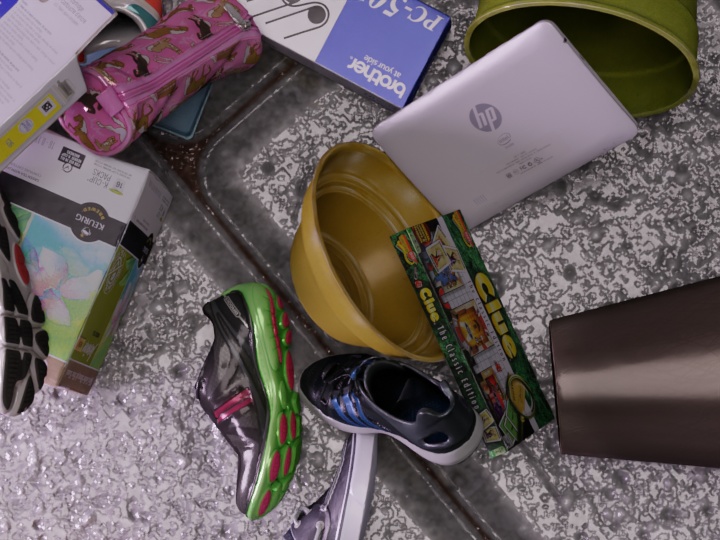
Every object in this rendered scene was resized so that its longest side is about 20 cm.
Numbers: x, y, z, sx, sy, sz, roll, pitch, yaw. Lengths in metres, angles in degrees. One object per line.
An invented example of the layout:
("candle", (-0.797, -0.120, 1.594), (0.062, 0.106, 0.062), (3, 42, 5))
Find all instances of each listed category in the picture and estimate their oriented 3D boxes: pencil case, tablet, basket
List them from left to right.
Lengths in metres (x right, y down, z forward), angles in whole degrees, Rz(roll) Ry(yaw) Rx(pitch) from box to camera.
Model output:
("pencil case", (-0.167, -0.168, 1.440), (0.082, 0.087, 0.200), (34, 44, 16))
("tablet", (0.119, -0.117, 1.443), (0.199, 0.014, 0.130), (-30, 115, 34))
("basket", (0.260, 0.091, 1.437), (0.197, 0.136, 0.183), (-6, 76, 5))

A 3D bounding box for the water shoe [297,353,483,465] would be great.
("water shoe", (0.018, 0.095, 1.422), (0.199, 0.079, 0.072), (16, 59, 41))

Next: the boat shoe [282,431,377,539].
("boat shoe", (-0.032, 0.227, 1.463), (0.067, 0.072, 0.203), (13, 89, 5))

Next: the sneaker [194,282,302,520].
("sneaker", (-0.099, 0.114, 1.483), (0.083, 0.077, 0.203), (-7, 79, 19))

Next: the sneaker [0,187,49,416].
("sneaker", (-0.305, 0.023, 1.368), (0.083, 0.081, 0.202), (-20, 74, 13))

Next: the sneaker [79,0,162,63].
("sneaker", (-0.267, -0.230, 1.498), (0.197, 0.071, 0.094), (3, 53, -10))

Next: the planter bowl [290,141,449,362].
("planter bowl", (0.000, 0.000, 1.455), (0.083, 0.200, 0.202), (-30, 82, 32))

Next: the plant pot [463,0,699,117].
("plant pot", (0.203, -0.261, 1.461), (0.198, 0.201, 0.195), (12, 72, 4))

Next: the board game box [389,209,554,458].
("board game box", (0.096, 0.050, 1.454), (0.023, 0.105, 0.202), (-26, 88, 28))

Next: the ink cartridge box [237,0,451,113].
("ink cartridge box", (-0.027, -0.226, 1.527), (0.198, 0.044, 0.095), (29, 87, 5))

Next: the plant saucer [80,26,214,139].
("plant saucer", (-0.229, -0.182, 1.543), (0.198, 0.019, 0.071), (21, 84, 6))

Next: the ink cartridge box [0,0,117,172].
("ink cartridge box", (-0.306, -0.170, 1.387), (0.200, 0.047, 0.198), (-42, 51, -7))

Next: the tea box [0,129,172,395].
("tea box", (-0.294, -0.023, 1.467), (0.198, 0.134, 0.199), (22, 85, 5))
